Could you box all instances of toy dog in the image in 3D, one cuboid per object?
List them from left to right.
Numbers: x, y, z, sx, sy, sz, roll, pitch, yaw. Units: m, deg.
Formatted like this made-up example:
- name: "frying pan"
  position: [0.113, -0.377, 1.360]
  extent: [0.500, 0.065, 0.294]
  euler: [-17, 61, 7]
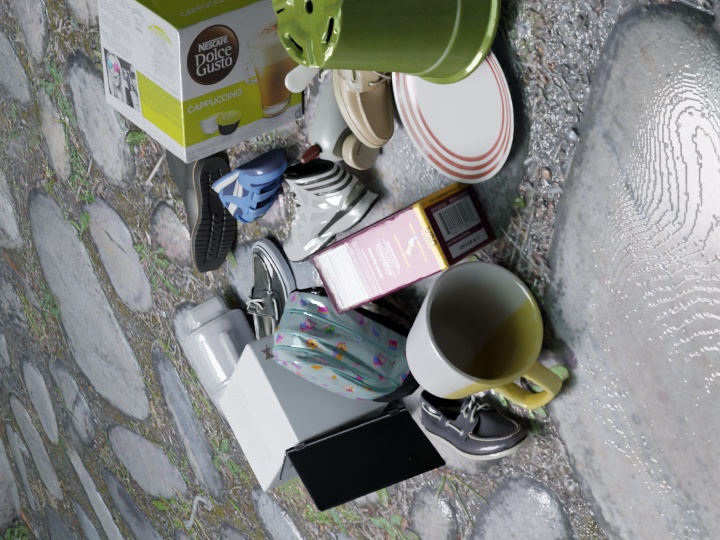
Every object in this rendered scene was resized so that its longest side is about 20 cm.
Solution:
- name: "toy dog"
  position: [-0.048, -0.215, 1.517]
  extent: [0.131, 0.096, 0.202]
  euler: [-4, 109, 55]

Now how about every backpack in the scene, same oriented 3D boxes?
- name: "backpack"
  position: [-0.019, 0.102, 1.606]
  extent: [0.199, 0.128, 0.166]
  euler: [28, 155, -26]

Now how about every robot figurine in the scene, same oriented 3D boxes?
- name: "robot figurine"
  position: [-0.220, 0.145, 2.004]
  extent: [0.202, 0.112, 0.170]
  euler: [61, 168, 4]

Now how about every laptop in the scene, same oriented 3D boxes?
- name: "laptop"
  position: [-0.003, 0.279, 1.667]
  extent: [0.201, 0.185, 0.117]
  euler: [107, 143, -62]

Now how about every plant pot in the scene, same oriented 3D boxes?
- name: "plant pot"
  position: [0.013, -0.287, 1.263]
  extent: [0.199, 0.188, 0.203]
  euler: [24, 121, 48]

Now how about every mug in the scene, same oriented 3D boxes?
- name: "mug"
  position: [0.133, 0.102, 1.449]
  extent: [0.188, 0.148, 0.153]
  euler: [63, 156, 12]

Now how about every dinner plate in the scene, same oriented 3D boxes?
- name: "dinner plate"
  position: [0.109, -0.199, 1.373]
  extent: [0.199, 0.024, 0.202]
  euler: [34, 138, 37]

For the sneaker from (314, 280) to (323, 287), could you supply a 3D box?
- name: "sneaker"
  position: [0.000, 0.000, 1.619]
  extent: [0.071, 0.080, 0.200]
  euler: [58, 146, 11]

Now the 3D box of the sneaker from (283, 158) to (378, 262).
- name: "sneaker"
  position: [-0.069, -0.093, 1.626]
  extent: [0.115, 0.076, 0.200]
  euler: [45, 140, -10]

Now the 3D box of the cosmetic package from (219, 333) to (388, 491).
- name: "cosmetic package"
  position: [-0.089, 0.196, 1.788]
  extent: [0.168, 0.166, 0.201]
  euler: [60, 149, 19]

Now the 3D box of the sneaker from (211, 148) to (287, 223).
- name: "sneaker"
  position: [-0.150, -0.122, 1.757]
  extent: [0.083, 0.073, 0.200]
  euler: [63, 155, -4]

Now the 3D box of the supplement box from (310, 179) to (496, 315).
- name: "supplement box"
  position: [0.050, -0.027, 1.458]
  extent: [0.199, 0.110, 0.087]
  euler: [-25, 92, 43]

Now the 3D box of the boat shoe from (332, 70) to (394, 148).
- name: "boat shoe"
  position: [0.006, -0.247, 1.441]
  extent: [0.064, 0.071, 0.202]
  euler: [-3, 111, 45]

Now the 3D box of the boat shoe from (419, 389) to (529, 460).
- name: "boat shoe"
  position: [0.141, 0.196, 1.563]
  extent: [0.199, 0.072, 0.063]
  euler: [7, 122, 58]

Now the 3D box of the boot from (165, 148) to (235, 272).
- name: "boot"
  position: [-0.267, -0.113, 1.939]
  extent: [0.138, 0.077, 0.203]
  euler: [34, 124, 44]

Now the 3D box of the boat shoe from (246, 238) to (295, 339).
- name: "boat shoe"
  position: [-0.142, 0.053, 1.865]
  extent: [0.072, 0.070, 0.203]
  euler: [12, 121, 51]

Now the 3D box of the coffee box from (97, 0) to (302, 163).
- name: "coffee box"
  position: [-0.213, -0.300, 1.596]
  extent: [0.199, 0.198, 0.200]
  euler: [37, 139, 35]
